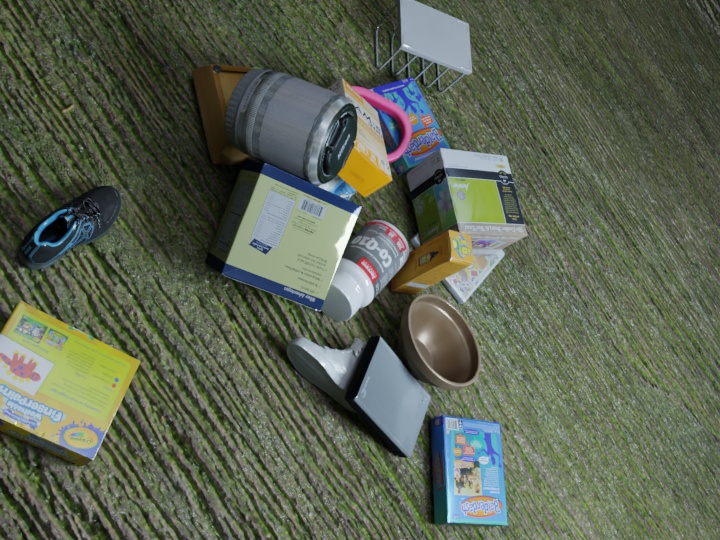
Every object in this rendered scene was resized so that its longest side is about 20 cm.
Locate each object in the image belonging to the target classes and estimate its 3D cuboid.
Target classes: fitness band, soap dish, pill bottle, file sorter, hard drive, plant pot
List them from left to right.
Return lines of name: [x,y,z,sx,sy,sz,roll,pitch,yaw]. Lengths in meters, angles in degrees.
soap dish: [-0.229,-0.305,1.465,0.156,0.081,0.201,-5,73,-35]
pill bottle: [0.000,0.000,1.473,0.114,0.114,0.200,49,52,-8]
fitness band: [0.017,-0.315,1.630,0.199,0.037,0.144,25,73,-11]
hard drive: [0.054,0.239,1.420,0.200,0.033,0.140,51,48,-33]
file sorter: [0.144,-0.524,1.779,0.199,0.124,0.140,12,66,-30]
plant pot: [0.139,0.155,1.505,0.200,0.093,0.202,28,44,-30]

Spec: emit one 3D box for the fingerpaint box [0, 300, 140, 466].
fingerpaint box: [-0.459,0.170,1.120,0.199,0.073,0.168,31,56,-20]

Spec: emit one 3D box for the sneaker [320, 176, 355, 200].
sneaker: [-0.049,-0.152,1.545,0.200,0.078,0.090,-33,110,-35]

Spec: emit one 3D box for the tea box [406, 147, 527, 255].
tea box: [0.231,-0.144,1.650,0.199,0.133,0.198,1,69,-34]

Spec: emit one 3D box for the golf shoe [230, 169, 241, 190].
golf shoe: [-0.149,-0.173,1.457,0.198,0.088,0.078,-10,90,-2]

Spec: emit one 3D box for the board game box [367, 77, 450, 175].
board game box: [0.104,-0.331,1.724,0.152,0.045,0.201,-26,88,-38]

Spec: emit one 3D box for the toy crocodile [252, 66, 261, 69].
toy crocodile: [-0.125,-0.327,1.425,0.199,0.068,0.062,21,35,7]

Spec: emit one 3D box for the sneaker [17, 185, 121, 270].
sneaker: [-0.456,-0.077,1.217,0.073,0.082,0.200,45,52,-8]

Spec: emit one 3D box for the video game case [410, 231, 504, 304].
video game case: [0.223,-0.052,1.704,0.182,0.023,0.200,51,52,-6]

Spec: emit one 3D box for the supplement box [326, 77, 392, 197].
supplement box: [-0.014,-0.262,1.485,0.126,0.073,0.201,34,35,-44]

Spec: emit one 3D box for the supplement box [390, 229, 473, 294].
supplement box: [0.139,-0.013,1.518,0.068,0.200,0.067,11,66,-30]

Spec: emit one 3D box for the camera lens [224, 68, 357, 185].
camera lens: [-0.116,-0.252,1.323,0.199,0.161,0.160,24,53,14]

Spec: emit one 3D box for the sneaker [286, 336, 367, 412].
sneaker: [-0.046,0.162,1.409,0.200,0.073,0.116,44,51,-23]

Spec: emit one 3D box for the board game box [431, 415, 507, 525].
board game box: [0.214,0.397,1.490,0.151,0.045,0.201,14,64,-30]

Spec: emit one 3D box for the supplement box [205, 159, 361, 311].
supplement box: [-0.139,-0.063,1.343,0.199,0.134,0.201,22,91,-25]
